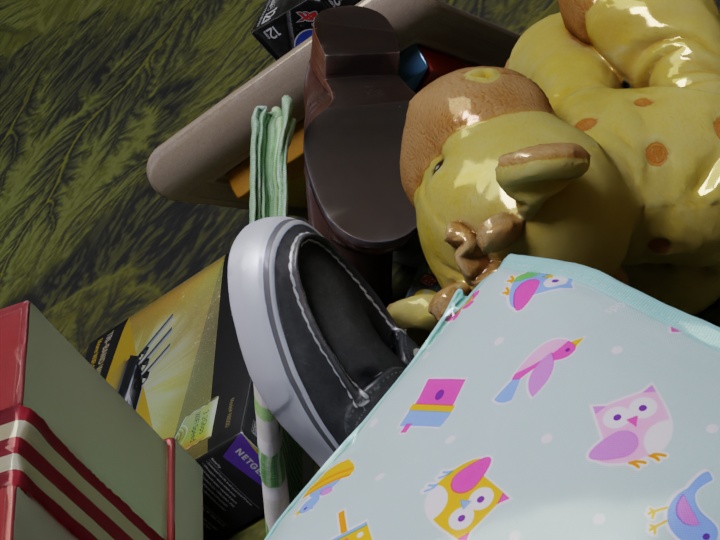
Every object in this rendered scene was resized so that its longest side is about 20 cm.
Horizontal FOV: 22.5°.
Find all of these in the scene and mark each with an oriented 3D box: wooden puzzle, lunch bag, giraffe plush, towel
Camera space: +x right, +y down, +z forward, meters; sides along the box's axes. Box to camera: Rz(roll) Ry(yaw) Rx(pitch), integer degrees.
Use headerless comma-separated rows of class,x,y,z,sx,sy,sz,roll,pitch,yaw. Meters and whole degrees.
wooden puzzle,0.004,-0.079,1.008,0.185,0.200,0.037,-33,71,21
lunch bag,0.072,0.097,0.586,0.200,0.122,0.170,30,72,35
giraffe plush,0.084,-0.032,0.736,0.162,0.173,0.200,-12,34,-32
towel,-0.033,0.044,0.813,0.023,0.200,0.153,-1,43,0

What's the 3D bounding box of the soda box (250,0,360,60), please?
soda box,-0.014,-0.228,1.382,0.071,0.063,0.200,-25,30,33

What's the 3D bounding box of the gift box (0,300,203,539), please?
gift box,-0.185,0.145,0.836,0.200,0.187,0.185,-16,48,20

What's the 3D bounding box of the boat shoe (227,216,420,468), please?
boat shoe,0.018,0.061,0.701,0.057,0.200,0.069,-14,26,33

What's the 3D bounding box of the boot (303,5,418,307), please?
boot,0.000,0.000,0.887,0.064,0.200,0.187,2,38,-3

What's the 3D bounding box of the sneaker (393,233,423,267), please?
sneaker,0.052,-0.053,0.950,0.075,0.100,0.200,-49,24,-21

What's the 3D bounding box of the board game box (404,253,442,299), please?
board game box,0.016,0.073,0.808,0.023,0.105,0.200,13,50,14

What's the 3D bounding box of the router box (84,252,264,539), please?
router box,-0.098,0.079,1.018,0.157,0.052,0.200,-32,26,22
